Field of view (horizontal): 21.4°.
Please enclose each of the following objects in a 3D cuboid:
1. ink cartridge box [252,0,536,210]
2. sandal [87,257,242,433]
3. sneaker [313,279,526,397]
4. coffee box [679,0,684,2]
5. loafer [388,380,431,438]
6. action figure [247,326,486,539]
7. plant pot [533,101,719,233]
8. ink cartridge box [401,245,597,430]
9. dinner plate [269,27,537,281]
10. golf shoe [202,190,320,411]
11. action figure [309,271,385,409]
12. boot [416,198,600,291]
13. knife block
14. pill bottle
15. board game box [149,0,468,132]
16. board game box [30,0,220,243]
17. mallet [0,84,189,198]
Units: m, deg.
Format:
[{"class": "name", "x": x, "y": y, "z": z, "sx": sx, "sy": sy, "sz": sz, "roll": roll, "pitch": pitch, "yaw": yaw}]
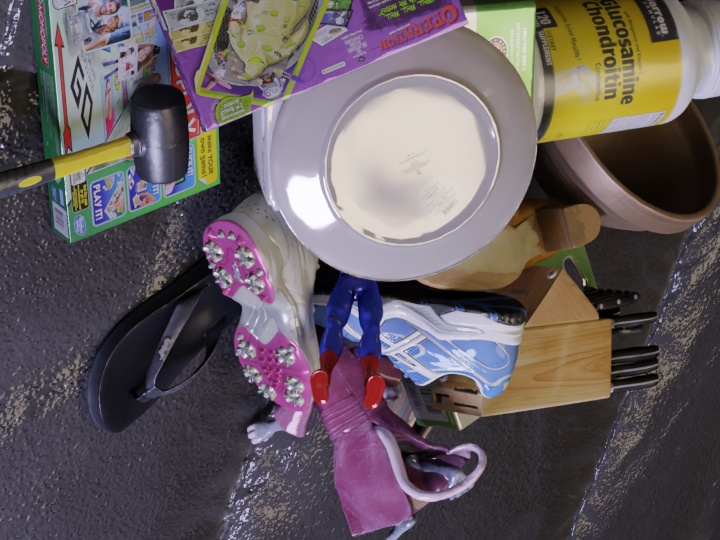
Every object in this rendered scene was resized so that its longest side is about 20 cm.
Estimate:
[{"class": "ink cartridge box", "x": 0.022, "y": -0.132, "z": 1.406, "sx": 0.199, "sy": 0.084, "sz": 0.146, "roll": -5, "pitch": 115, "yaw": -12}, {"class": "sandal", "x": -0.134, "y": 0.046, "z": 1.480, "sx": 0.200, "sy": 0.043, "sz": 0.076, "roll": -46, "pitch": 139, "yaw": -12}, {"class": "sneaker", "x": 0.035, "y": 0.051, "z": 1.534, "sx": 0.076, "sy": 0.199, "sz": 0.077, "roll": -22, "pitch": 119, "yaw": -57}, {"class": "coffee box", "x": 0.226, "y": -0.306, "z": 1.549, "sx": 0.080, "sy": 0.114, "sz": 0.200, "roll": -47, "pitch": 139, "yaw": -10}, {"class": "loafer", "x": 0.065, "y": 0.107, "z": 1.704, "sx": 0.200, "sy": 0.063, "sz": 0.072, "roll": -53, "pitch": 141, "yaw": -4}, {"class": "action figure", "x": -0.008, "y": 0.123, "z": 1.558, "sx": 0.134, "sy": 0.200, "sz": 0.149, "roll": -33, "pitch": 174, "yaw": -16}, {"class": "plant pot", "x": 0.210, "y": -0.107, "z": 1.647, "sx": 0.200, "sy": 0.201, "sz": 0.093, "roll": -1, "pitch": 152, "yaw": -44}, {"class": "ink cartridge box", "x": 0.119, "y": 0.046, "z": 1.666, "sx": 0.200, "sy": 0.059, "sz": 0.104, "roll": -32, "pitch": 110, "yaw": -33}, {"class": "dinner plate", "x": 0.034, "y": -0.081, "z": 1.372, "sx": 0.199, "sy": 0.024, "sz": 0.201, "roll": -6, "pitch": 115, "yaw": -12}, {"class": "golf shoe", "x": -0.057, "y": 0.022, "z": 1.479, "sx": 0.092, "sy": 0.075, "sz": 0.201, "roll": -49, "pitch": 142, "yaw": -35}, {"class": "action figure", "x": 0.000, "y": 0.000, "z": 1.451, "sx": 0.065, "sy": 0.200, "sz": 0.099, "roll": 6, "pitch": 130, "yaw": -1}, {"class": "boot", "x": 0.087, "y": -0.019, "z": 1.590, "sx": 0.201, "sy": 0.144, "sz": 0.071, "roll": -12, "pitch": 92, "yaw": -32}, {"class": "knife block", "x": 0.171, "y": 0.087, "z": 1.630, "sx": 0.176, "sy": 0.064, "sz": 0.200, "roll": 49, "pitch": 63, "yaw": -30}, {"class": "pill bottle", "x": 0.197, "y": -0.166, "z": 1.512, "sx": 0.199, "sy": 0.112, "sz": 0.112, "roll": -10, "pitch": 124, "yaw": -21}, {"class": "board game box", "x": -0.038, "y": -0.186, "z": 1.303, "sx": 0.199, "sy": 0.032, "sz": 0.120, "roll": -23, "pitch": 94, "yaw": -11}, {"class": "board game box", "x": -0.163, "y": -0.131, "z": 1.346, "sx": 0.134, "sy": 0.029, "sz": 0.201, "roll": -24, "pitch": 131, "yaw": -31}, {"class": "mallet", "x": -0.203, "y": -0.080, "z": 1.294, "sx": 0.199, "sy": 0.041, "sz": 0.066, "roll": -14, "pitch": 126, "yaw": -34}]
